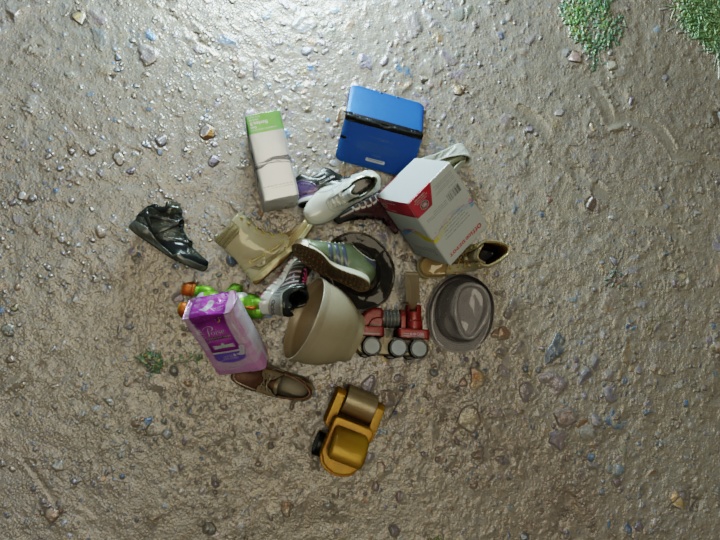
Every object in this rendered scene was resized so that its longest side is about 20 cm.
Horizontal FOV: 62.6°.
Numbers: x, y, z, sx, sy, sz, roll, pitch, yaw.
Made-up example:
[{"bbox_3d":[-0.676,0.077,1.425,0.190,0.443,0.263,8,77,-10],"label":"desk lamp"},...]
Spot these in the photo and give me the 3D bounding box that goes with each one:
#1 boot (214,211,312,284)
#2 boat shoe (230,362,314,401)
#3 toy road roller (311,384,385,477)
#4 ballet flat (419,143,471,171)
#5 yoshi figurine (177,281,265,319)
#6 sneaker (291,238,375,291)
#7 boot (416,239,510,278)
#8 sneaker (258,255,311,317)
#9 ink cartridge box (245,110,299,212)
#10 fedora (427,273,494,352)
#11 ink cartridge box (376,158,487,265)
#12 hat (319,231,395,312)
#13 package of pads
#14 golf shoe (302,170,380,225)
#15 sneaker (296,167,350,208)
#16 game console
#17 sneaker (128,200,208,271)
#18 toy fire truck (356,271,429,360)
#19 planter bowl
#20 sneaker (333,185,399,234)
[{"bbox_3d":[-0.226,-0.088,1.398,0.200,0.073,0.155,-44,95,-5],"label":"boot"},{"bbox_3d":[-0.203,0.259,1.383,0.199,0.072,0.076,12,84,-6],"label":"boat shoe"},{"bbox_3d":[-0.023,0.376,1.370,0.123,0.146,0.200,23,83,-8],"label":"toy road roller"},{"bbox_3d":[0.194,-0.258,1.481,0.200,0.069,0.070,-27,91,-16],"label":"ballet flat"},{"bbox_3d":[-0.313,0.082,1.379,0.199,0.112,0.113,7,124,3],"label":"yoshi figurine"},{"bbox_3d":[-0.054,-0.031,1.366,0.200,0.067,0.090,28,49,2],"label":"sneaker"},{"bbox_3d":[0.248,-0.028,1.439,0.199,0.155,0.073,-9,88,-10],"label":"boot"},{"bbox_3d":[-0.146,0.038,1.360,0.087,0.074,0.200,20,46,19],"label":"sneaker"},{"bbox_3d":[-0.207,-0.249,1.380,0.084,0.145,0.201,-12,88,-10],"label":"ink cartridge box"},{"bbox_3d":[0.261,0.106,1.465,0.176,0.090,0.201,15,84,-8],"label":"fedora"},{"bbox_3d":[0.169,-0.139,1.397,0.145,0.145,0.200,-45,119,-13],"label":"ink cartridge box"},{"bbox_3d":[0.000,0.000,1.432,0.200,0.081,0.201,1,86,-11],"label":"hat"},{"bbox_3d":[-0.294,0.144,1.313,0.120,0.076,0.200,-11,127,11],"label":"package of pads"},{"bbox_3d":[-0.044,-0.172,1.357,0.200,0.097,0.078,-32,97,-2],"label":"golf shoe"},{"bbox_3d":[-0.062,-0.216,1.443,0.199,0.076,0.088,-11,82,-10],"label":"sneaker"},{"bbox_3d":[0.050,-0.352,1.497,0.199,0.118,0.171,13,115,-8],"label":"game console"},{"bbox_3d":[-0.421,-0.086,1.368,0.199,0.076,0.114,36,88,0],"label":"sneaker"},{"bbox_3d":[0.080,0.109,1.423,0.176,0.129,0.201,4,78,-9],"label":"toy fire truck"},{"bbox_3d":[-0.073,0.132,1.361,0.134,0.200,0.201,24,82,-19],"label":"planter bowl"},{"bbox_3d":[0.042,-0.130,1.455,0.200,0.076,0.116,-26,103,-3],"label":"sneaker"}]
